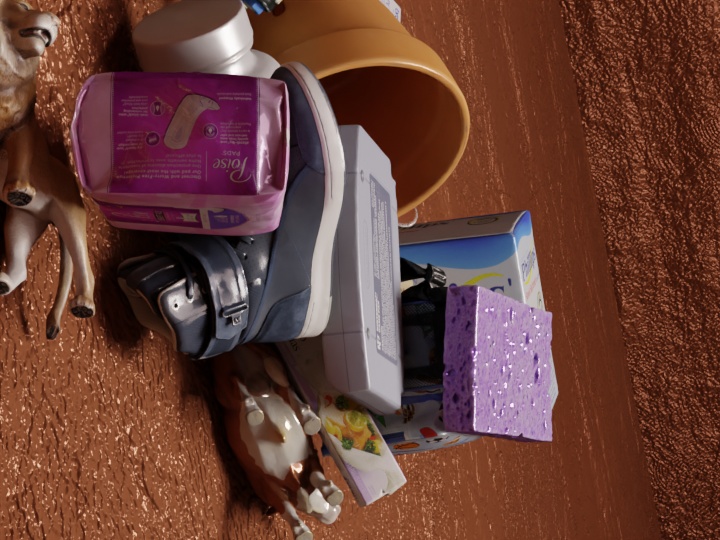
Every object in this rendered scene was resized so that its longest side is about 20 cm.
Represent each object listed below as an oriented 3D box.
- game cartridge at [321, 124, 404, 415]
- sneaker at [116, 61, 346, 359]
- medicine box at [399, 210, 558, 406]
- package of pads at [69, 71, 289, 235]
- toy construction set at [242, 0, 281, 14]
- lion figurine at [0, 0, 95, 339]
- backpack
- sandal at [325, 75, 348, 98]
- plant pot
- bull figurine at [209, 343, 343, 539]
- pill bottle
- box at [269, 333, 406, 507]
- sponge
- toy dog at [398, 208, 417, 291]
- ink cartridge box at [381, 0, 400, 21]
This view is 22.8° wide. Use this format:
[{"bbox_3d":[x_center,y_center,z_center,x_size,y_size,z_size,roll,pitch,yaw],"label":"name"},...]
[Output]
[{"bbox_3d":[0.000,0.000,1.331,0.133,0.041,0.201,51,35,-73],"label":"game cartridge"},{"bbox_3d":[-0.089,-0.034,1.198,0.077,0.146,0.203,33,-53,51],"label":"sneaker"},{"bbox_3d":[0.086,0.055,1.750,0.103,0.181,0.201,-52,133,-69],"label":"medicine box"},{"bbox_3d":[-0.104,-0.066,1.065,0.200,0.120,0.076,126,-36,-84],"label":"package of pads"},{"bbox_3d":[-0.111,-0.244,1.294,0.092,0.131,0.200,-54,168,11],"label":"toy construction set"},{"bbox_3d":[-0.196,-0.061,1.029,0.200,0.072,0.123,86,0,-53],"label":"lion figurine"},{"bbox_3d":[0.018,0.081,1.488,0.200,0.190,0.155,23,67,-66],"label":"backpack"},{"bbox_3d":[-0.051,-0.200,1.557,0.059,0.079,0.208,-64,145,-71],"label":"sandal"},{"bbox_3d":[-0.027,-0.142,1.440,0.200,0.199,0.140,62,6,-53],"label":"plant pot"},{"bbox_3d":[-0.061,0.137,1.374,0.121,0.065,0.201,41,-22,59],"label":"bull figurine"},{"bbox_3d":[-0.098,-0.091,1.286,0.112,0.112,0.201,-72,150,-56],"label":"pill bottle"},{"bbox_3d":[-0.030,0.088,1.382,0.201,0.039,0.041,60,-12,6],"label":"box"},{"bbox_3d":[0.113,0.078,1.432,0.200,0.030,0.112,19,72,-66],"label":"sponge"},{"bbox_3d":[0.008,-0.022,1.648,0.096,0.131,0.201,25,67,-46],"label":"toy dog"},{"bbox_3d":[-0.015,-0.161,1.629,0.044,0.094,0.201,42,42,-46],"label":"ink cartridge box"}]
